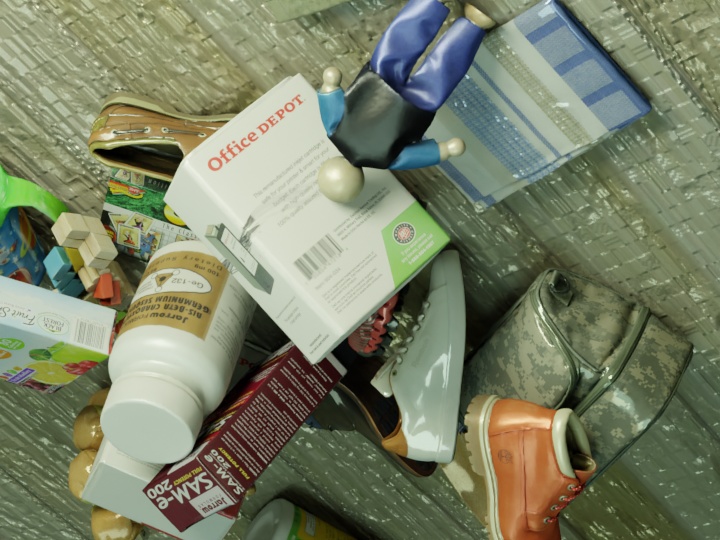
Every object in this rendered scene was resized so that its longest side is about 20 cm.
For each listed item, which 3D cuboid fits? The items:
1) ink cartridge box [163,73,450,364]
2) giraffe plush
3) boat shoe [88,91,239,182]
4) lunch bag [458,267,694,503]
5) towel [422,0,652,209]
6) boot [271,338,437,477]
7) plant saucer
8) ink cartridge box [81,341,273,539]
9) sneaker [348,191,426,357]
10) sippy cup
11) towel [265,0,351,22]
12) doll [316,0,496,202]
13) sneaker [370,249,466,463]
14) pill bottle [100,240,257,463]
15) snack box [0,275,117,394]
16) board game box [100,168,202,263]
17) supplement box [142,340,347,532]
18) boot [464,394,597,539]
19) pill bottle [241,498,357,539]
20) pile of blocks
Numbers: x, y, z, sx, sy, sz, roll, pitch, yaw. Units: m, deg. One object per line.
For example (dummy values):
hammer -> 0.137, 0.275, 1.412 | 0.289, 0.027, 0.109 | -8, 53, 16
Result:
ink cartridge box -> -0.047, -0.046, 1.593 | 0.200, 0.145, 0.084 | 48, 152, 3
giraffe plush -> -0.194, 0.211, 1.960 | 0.162, 0.173, 0.200 | -12, 139, 17
boat shoe -> -0.147, -0.102, 1.676 | 0.200, 0.068, 0.072 | 10, 135, 5
lunch bag -> 0.187, 0.104, 1.749 | 0.168, 0.139, 0.200 | 39, 134, 1
towel -> 0.132, -0.141, 1.588 | 0.200, 0.024, 0.147 | -30, 119, 35
boot -> -0.008, 0.136, 1.875 | 0.097, 0.075, 0.200 | -26, 106, 47
plant saucer -> 0.139, 0.215, 1.877 | 0.200, 0.035, 0.200 | 48, 165, 18
ink cartridge box -> -0.175, 0.158, 1.857 | 0.147, 0.200, 0.083 | 25, 139, -8
sneaker -> 0.000, 0.000, 1.736 | 0.098, 0.071, 0.201 | 13, 135, 3
sippy cup -> -0.373, -0.026, 1.785 | 0.178, 0.140, 0.130 | 20, 155, 35
towel -> -0.030, -0.299, 1.474 | 0.200, 0.035, 0.193 | -15, 131, 26
doll -> 0.032, -0.138, 1.527 | 0.136, 0.048, 0.200 | 33, 101, -16
sneaker -> 0.055, 0.078, 1.728 | 0.085, 0.200, 0.073 | 5, 180, 0
pill bottle -> -0.173, 0.077, 1.740 | 0.114, 0.200, 0.114 | 9, 136, 8
snack box -> -0.351, 0.053, 1.750 | 0.200, 0.053, 0.142 | 19, 151, -27
board game box -> -0.153, -0.032, 1.785 | 0.200, 0.023, 0.105 | 18, 135, -2
supplement box -> -0.109, 0.152, 1.761 | 0.061, 0.200, 0.109 | 48, 138, -8
boot -> 0.169, 0.206, 1.693 | 0.107, 0.075, 0.200 | -1, 121, 28
pill bottle -> -0.035, 0.349, 2.074 | 0.200, 0.111, 0.111 | 32, 135, -16
pile of blocks -> -0.258, 0.023, 1.787 | 0.082, 0.062, 0.200 | -29, 149, -6
